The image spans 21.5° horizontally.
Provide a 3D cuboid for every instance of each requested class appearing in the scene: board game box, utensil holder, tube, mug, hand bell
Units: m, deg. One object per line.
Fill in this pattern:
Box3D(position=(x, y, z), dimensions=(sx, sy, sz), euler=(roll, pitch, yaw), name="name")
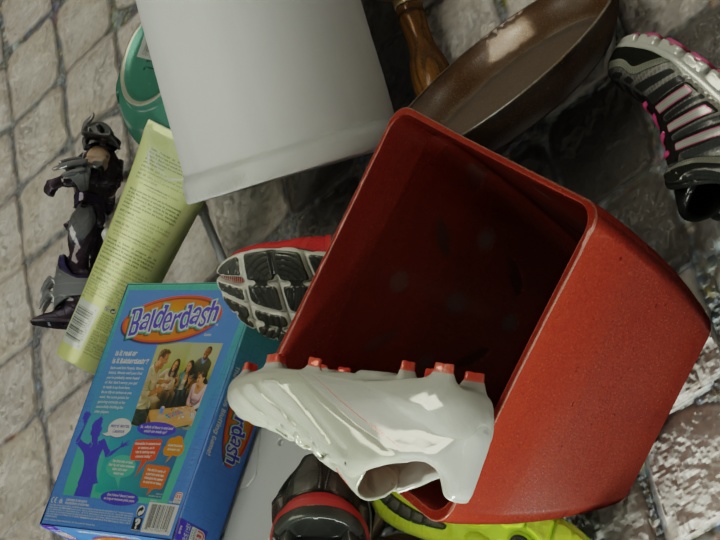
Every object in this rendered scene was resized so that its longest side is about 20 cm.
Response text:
Box3D(position=(-0.141, 0.106, 1.388), dimensions=(0.152, 0.045, 0.200), euler=(0, 64, 43), name="board game box")
Box3D(position=(-0.074, -0.167, 1.398), dimensions=(0.170, 0.170, 0.201), euler=(-12, 95, 44), name="utensil holder")
Box3D(position=(-0.088, 0.140, 1.369), dimensions=(0.200, 0.026, 0.200), euler=(-53, 40, 1), name="board game box")
Box3D(position=(-0.174, -0.013, 1.491), dimensions=(0.200, 0.058, 0.052), euler=(-66, 25, 2), name="tube")
Box3D(position=(-0.137, -0.148, 1.558), dimensions=(0.185, 0.114, 0.152), euler=(-39, 49, 30), name="mug")
Box3D(position=(0.040, -0.188, 1.426), dimensions=(0.104, 0.104, 0.200), euler=(-32, 66, 35), name="hand bell")

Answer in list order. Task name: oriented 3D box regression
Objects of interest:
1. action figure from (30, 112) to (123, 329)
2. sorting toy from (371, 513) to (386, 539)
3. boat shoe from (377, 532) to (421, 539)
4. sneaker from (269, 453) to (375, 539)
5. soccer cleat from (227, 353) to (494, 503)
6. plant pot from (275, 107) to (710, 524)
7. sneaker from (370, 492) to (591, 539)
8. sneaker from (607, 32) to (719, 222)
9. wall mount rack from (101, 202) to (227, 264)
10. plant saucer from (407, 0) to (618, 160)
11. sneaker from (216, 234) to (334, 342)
Box3D(position=(-0.236, -0.043, 1.629), dimensions=(0.069, 0.130, 0.201), euler=(-2, 72, 9), name="action figure")
Box3D(position=(-0.011, 0.110, 1.380), dimensions=(0.185, 0.036, 0.200), euler=(38, 107, 48), name="sorting toy")
Box3D(position=(0.053, 0.227, 1.231), dimensions=(0.200, 0.065, 0.072), euler=(37, 102, 49), name="boat shoe")
Box3D(position=(-0.025, 0.199, 1.255), dimensions=(0.098, 0.071, 0.201), euler=(-87, -1, -49), name="sneaker")
Box3D(position=(-0.009, 0.091, 1.088), dimensions=(0.200, 0.069, 0.078), euler=(-1, 77, 45), name="soccer cleat")
Box3D(position=(0.096, 0.043, 1.177), dimensions=(0.200, 0.176, 0.200), euler=(33, 99, 50), name="plant pot")
Box3D(position=(0.098, 0.172, 1.202), dimensions=(0.200, 0.084, 0.074), euler=(35, 99, 30), name="sneaker")
Box3D(position=(0.211, -0.079, 1.180), dimensions=(0.088, 0.074, 0.200), euler=(-55, 47, 7), name="sneaker")
Box3D(position=(-0.154, 0.040, 1.531), dimensions=(0.200, 0.074, 0.174), euler=(-19, 57, 40), name="wall mount rack")
Box3D(position=(0.100, -0.128, 1.291), dimensions=(0.200, 0.032, 0.200), euler=(-36, 16, 12), name="plant saucer")
Box3D(position=(0.000, 0.000, 1.336), dimensions=(0.199, 0.077, 0.085), euler=(-4, 26, 9), name="sneaker")
